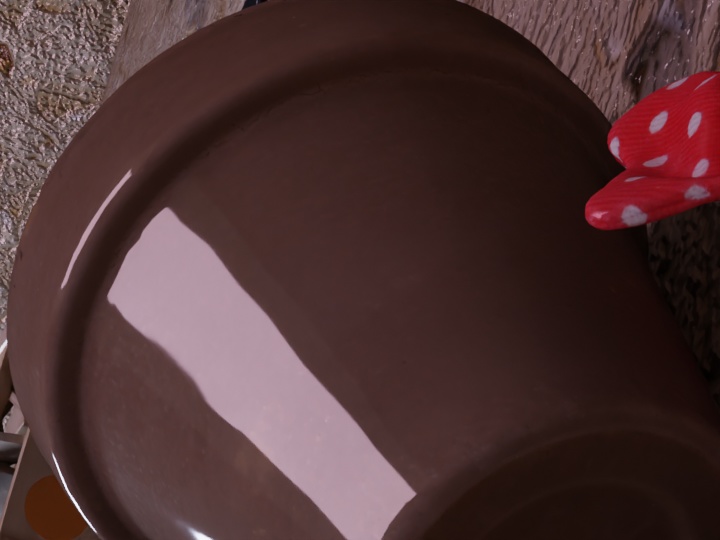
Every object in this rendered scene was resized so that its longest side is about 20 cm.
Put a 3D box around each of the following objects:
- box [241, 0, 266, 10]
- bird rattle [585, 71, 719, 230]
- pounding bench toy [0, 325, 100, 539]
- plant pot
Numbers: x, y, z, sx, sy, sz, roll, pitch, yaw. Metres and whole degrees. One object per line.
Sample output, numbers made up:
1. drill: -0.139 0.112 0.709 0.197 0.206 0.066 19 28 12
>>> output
1. box: -0.072 -0.082 1.382 0.160 0.043 0.200 119 161 -47
2. bird rattle: 0.128 -0.092 0.495 0.200 0.113 0.163 99 -173 -49
3. pounding bench toy: -0.157 0.128 1.121 0.200 0.124 0.156 140 147 -62
4. plant pot: 0.016 0.043 0.594 0.175 0.200 0.200 53 129 53
